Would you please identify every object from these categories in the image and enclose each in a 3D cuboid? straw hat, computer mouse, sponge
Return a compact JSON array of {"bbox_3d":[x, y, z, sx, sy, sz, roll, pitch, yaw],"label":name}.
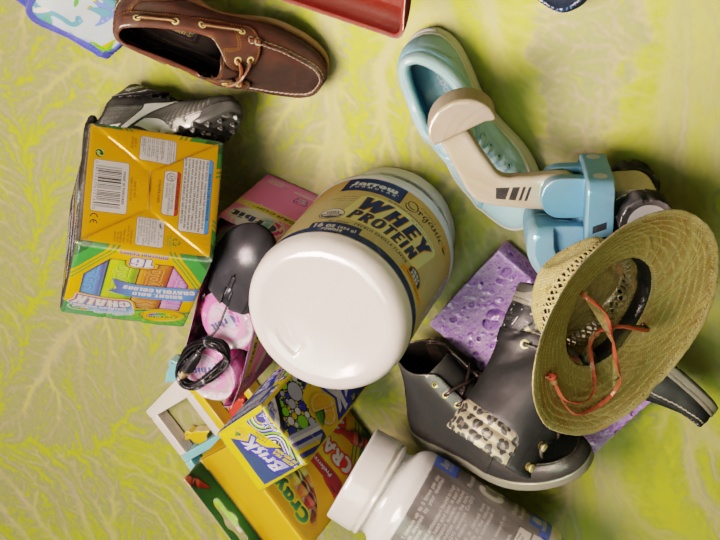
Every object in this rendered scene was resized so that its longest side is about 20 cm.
[{"bbox_3d":[0.184,0.024,1.156,0.085,0.200,0.202,40,131,45],"label":"straw hat"},{"bbox_3d":[-0.128,0.038,1.323,0.058,0.034,0.200,30,122,6],"label":"computer mouse"},{"bbox_3d":[0.172,0.077,1.352,0.200,0.030,0.112,42,123,0],"label":"sponge"}]

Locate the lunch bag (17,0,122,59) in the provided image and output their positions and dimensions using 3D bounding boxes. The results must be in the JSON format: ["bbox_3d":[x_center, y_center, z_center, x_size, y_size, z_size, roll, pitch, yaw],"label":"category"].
[{"bbox_3d":[-0.243,-0.306,1.298,0.170,0.128,0.200,-34,112,29],"label":"lunch bag"}]

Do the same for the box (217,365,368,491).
[{"bbox_3d":[-0.052,0.118,1.365,0.064,0.200,0.070,-32,98,32],"label":"box"}]

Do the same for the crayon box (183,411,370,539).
[{"bbox_3d":[-0.071,0.189,1.404,0.051,0.200,0.127,-30,100,37],"label":"crayon box"}]

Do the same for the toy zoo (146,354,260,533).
[{"bbox_3d":[-0.139,0.172,1.532,0.131,0.020,0.200,-31,100,31],"label":"toy zoo"}]

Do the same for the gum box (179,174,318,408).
[{"bbox_3d":[-0.107,0.023,1.394,0.066,0.114,0.201,24,121,11],"label":"gum box"}]

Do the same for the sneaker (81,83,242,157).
[{"bbox_3d":[-0.196,-0.142,1.370,0.200,0.066,0.091,-20,71,34],"label":"sneaker"}]

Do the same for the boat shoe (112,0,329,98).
[{"bbox_3d":[-0.124,-0.193,1.288,0.199,0.070,0.071,17,131,-13],"label":"boat shoe"}]

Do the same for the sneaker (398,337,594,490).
[{"bbox_3d":[0.115,0.132,1.340,0.199,0.075,0.106,11,136,36],"label":"sneaker"}]

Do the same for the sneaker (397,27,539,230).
[{"bbox_3d":[0.088,-0.111,1.268,0.074,0.082,0.200,-29,100,32],"label":"sneaker"}]

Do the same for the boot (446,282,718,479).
[{"bbox_3d":[0.192,0.121,1.275,0.203,0.073,0.154,31,87,6],"label":"boot"}]

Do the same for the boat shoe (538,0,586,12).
[{"bbox_3d":[0.110,-0.287,1.183,0.200,0.069,0.084,46,122,-3],"label":"boat shoe"}]

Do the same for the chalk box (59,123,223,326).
[{"bbox_3d":[-0.208,-0.029,1.349,0.123,0.125,0.200,7,155,-13],"label":"chalk box"}]

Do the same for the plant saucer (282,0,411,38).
[{"bbox_3d":[-0.022,-0.315,1.212,0.200,0.037,0.200,25,124,36],"label":"plant saucer"}]

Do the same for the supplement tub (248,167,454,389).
[{"bbox_3d":[0.000,0.000,1.286,0.144,0.200,0.145,8,117,16],"label":"supplement tub"}]

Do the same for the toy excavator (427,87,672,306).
[{"bbox_3d":[0.157,-0.056,1.219,0.199,0.100,0.195,-2,114,2],"label":"toy excavator"}]

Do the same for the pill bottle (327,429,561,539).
[{"bbox_3d":[0.076,0.240,1.358,0.200,0.114,0.114,31,122,3],"label":"pill bottle"}]
